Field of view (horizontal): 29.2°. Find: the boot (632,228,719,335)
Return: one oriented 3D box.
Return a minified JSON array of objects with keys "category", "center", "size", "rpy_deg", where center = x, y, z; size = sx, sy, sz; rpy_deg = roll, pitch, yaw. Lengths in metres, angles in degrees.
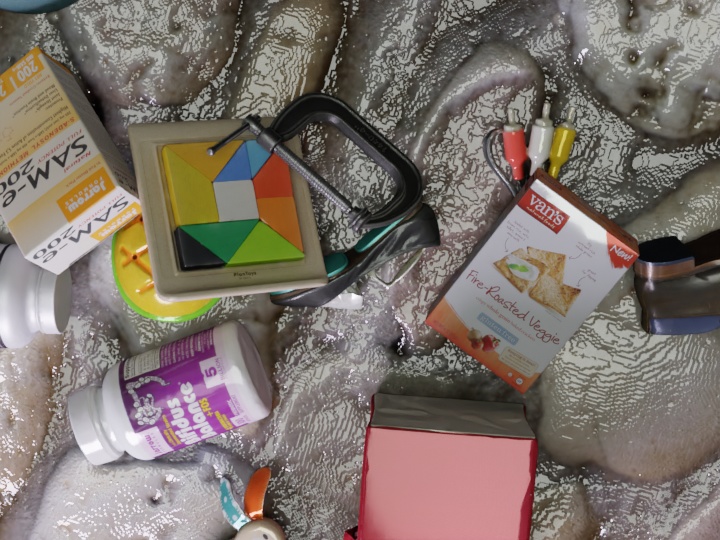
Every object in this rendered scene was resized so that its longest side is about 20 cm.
[{"category":"boot","center":[0.387,0.012,1.472],"size":[0.199,0.075,0.097],"rpy_deg":[-5,118,-2]}]

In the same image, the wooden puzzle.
[{"category":"wooden puzzle","center":[-0.134,-0.070,1.420],"size":[0.185,0.037,0.200],"rpy_deg":[-6,71,-24]}]

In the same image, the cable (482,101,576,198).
[{"category":"cable","center":[0.180,-0.078,1.467],"size":[0.097,0.050,0.201],"rpy_deg":[-1,97,0]}]

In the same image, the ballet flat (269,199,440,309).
[{"category":"ballet flat","center":[0.000,0.000,1.480],"size":[0.200,0.068,0.068],"rpy_deg":[-31,107,6]}]

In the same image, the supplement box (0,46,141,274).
[{"category":"supplement box","center":[-0.325,-0.115,1.437],"size":[0.126,0.074,0.200],"rpy_deg":[-37,67,6]}]

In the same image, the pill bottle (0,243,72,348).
[{"category":"pill bottle","center":[-0.416,0.026,1.477],"size":[0.199,0.112,0.113],"rpy_deg":[3,97,2]}]

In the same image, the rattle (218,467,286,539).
[{"category":"rattle","center":[-0.130,0.330,1.491],"size":[0.130,0.143,0.200],"rpy_deg":[13,104,20]}]

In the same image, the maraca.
[{"category":"maraca","center":[-0.193,-0.044,1.465],"size":[0.137,0.107,0.201],"rpy_deg":[8,82,3]}]

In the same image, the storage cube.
[{"category":"storage cube","center":[0.086,0.237,1.449],"size":[0.199,0.171,0.180],"rpy_deg":[5,97,2]}]

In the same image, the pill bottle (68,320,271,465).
[{"category":"pill bottle","center":[-0.205,0.137,1.481],"size":[0.200,0.112,0.113],"rpy_deg":[-21,95,5]}]

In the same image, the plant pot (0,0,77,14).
[{"category":"plant pot","center":[-0.359,-0.369,1.417],"size":[0.200,0.135,0.201],"rpy_deg":[0,97,3]}]

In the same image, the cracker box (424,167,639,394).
[{"category":"cracker box","center":[0.180,0.012,1.455],"size":[0.134,0.058,0.200],"rpy_deg":[36,109,-3]}]

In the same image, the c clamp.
[{"category":"c clamp","center":[-0.036,-0.108,1.437],"size":[0.200,0.171,0.027],"rpy_deg":[37,140,3]}]
